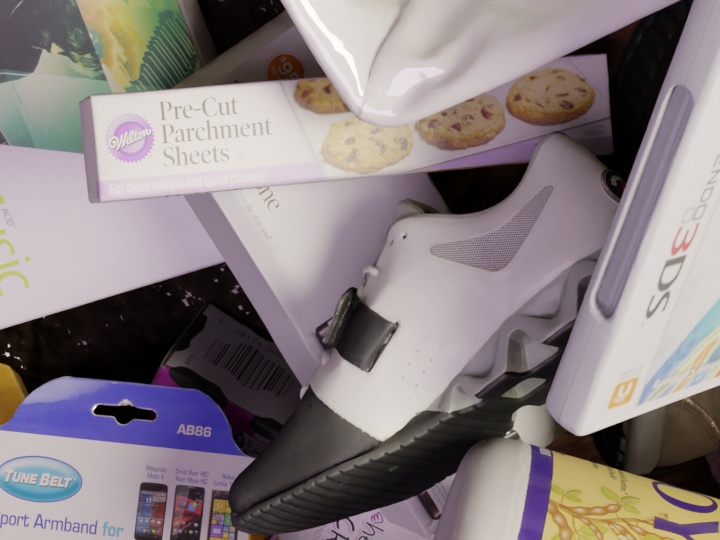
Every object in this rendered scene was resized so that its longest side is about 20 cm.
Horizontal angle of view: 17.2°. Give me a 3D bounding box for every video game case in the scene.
[{"bbox_3d":[0.162,-0.041,0.814,0.022,0.199,0.183,42,131,33],"label":"video game case"}]

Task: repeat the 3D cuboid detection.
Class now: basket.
[{"bbox_3d":[0.064,-0.160,0.816,0.199,0.124,0.136,-24,107,29],"label":"basket"}]

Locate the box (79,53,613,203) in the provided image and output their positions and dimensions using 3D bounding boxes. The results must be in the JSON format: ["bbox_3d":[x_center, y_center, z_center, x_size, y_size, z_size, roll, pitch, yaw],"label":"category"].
[{"bbox_3d":[-0.004,-0.053,0.888,0.198,0.039,0.042,-5,92,-13],"label":"box"}]

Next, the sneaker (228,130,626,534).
[{"bbox_3d":[0.023,0.025,0.891,0.200,0.074,0.089,-36,67,18],"label":"sneaker"}]

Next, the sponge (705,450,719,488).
[{"bbox_3d":[0.236,0.070,0.939,0.199,0.030,0.112,-12,113,25],"label":"sponge"}]

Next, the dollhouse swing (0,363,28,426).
[{"bbox_3d":[-0.195,0.155,1.100,0.181,0.176,0.201,-29,76,-1],"label":"dollhouse swing"}]

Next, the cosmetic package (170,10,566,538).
[{"bbox_3d":[0.000,0.000,0.946,0.201,0.082,0.051,58,164,-14],"label":"cosmetic package"}]

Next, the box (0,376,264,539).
[{"bbox_3d":[-0.103,0.147,0.977,0.118,0.041,0.202,6,83,8],"label":"box"}]

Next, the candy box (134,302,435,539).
[{"bbox_3d":[-0.016,0.124,1.045,0.199,0.061,0.137,29,124,2],"label":"candy box"}]

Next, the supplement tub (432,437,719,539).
[{"bbox_3d":[0.116,0.154,0.865,0.199,0.146,0.146,16,123,0],"label":"supplement tub"}]

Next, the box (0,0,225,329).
[{"bbox_3d":[-0.149,-0.050,0.981,0.199,0.036,0.145,-17,112,9],"label":"box"}]

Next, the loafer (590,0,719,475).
[{"bbox_3d":[0.133,-0.019,0.904,0.071,0.073,0.201,1,113,-15],"label":"loafer"}]
